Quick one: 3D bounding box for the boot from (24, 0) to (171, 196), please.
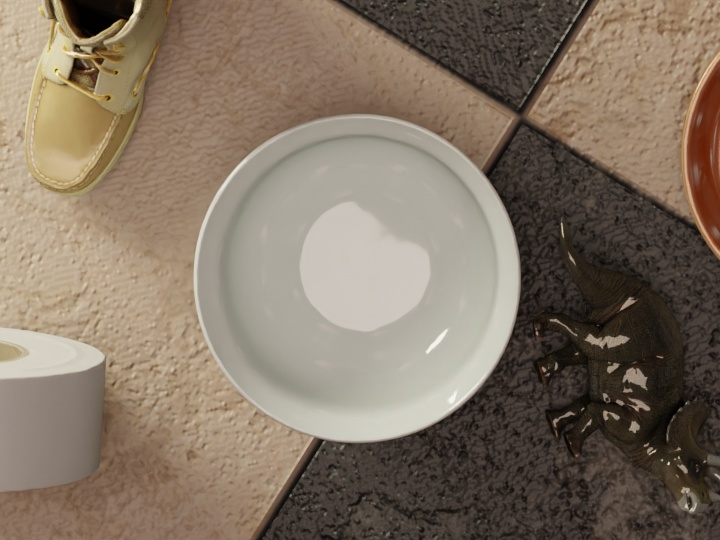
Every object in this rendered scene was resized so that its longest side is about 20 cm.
[{"bbox_3d":[-0.162,-0.134,1.613,0.073,0.155,0.200,25,98,0],"label":"boot"}]

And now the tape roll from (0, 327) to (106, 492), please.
[{"bbox_3d":[-0.257,0.080,1.627,0.202,0.202,0.071,4,98,3],"label":"tape roll"}]

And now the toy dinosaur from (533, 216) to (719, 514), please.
[{"bbox_3d":[0.164,0.059,1.669,0.102,0.077,0.200,-16,91,-6],"label":"toy dinosaur"}]

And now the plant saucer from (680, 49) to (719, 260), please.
[{"bbox_3d":[0.298,-0.073,1.654,0.200,0.032,0.200,0,97,3],"label":"plant saucer"}]

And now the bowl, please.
[{"bbox_3d":[0.000,0.000,1.653,0.201,0.090,0.201,0,98,3],"label":"bowl"}]
